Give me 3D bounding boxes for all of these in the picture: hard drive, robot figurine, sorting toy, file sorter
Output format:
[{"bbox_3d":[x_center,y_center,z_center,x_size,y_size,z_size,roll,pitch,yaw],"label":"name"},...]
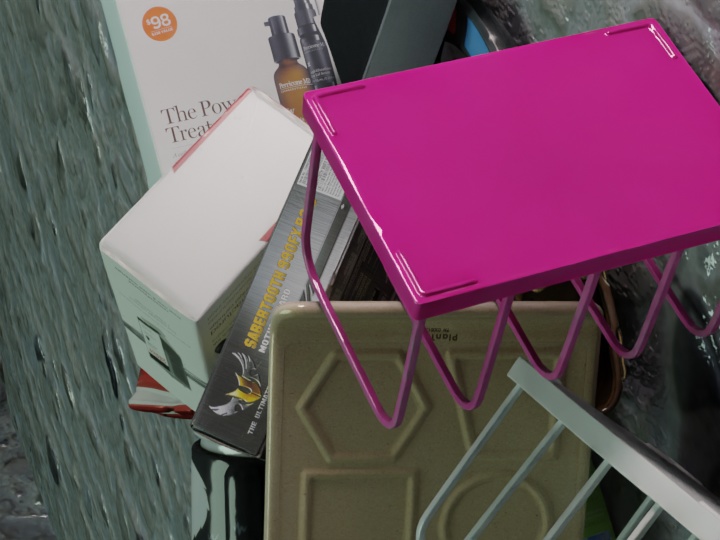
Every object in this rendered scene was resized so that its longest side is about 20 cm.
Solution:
[{"bbox_3d":[0.023,-0.196,1.074,0.135,0.042,0.201,-108,28,-42],"label":"hard drive"},{"bbox_3d":[-0.072,0.175,1.318,0.150,0.124,0.201,12,103,60],"label":"robot figurine"},{"bbox_3d":[0.038,0.105,0.963,0.037,0.184,0.201,-108,20,-67],"label":"sorting toy"},{"bbox_3d":[0.136,0.160,0.866,0.139,0.125,0.200,35,-176,-31],"label":"file sorter"},{"bbox_3d":[0.082,-0.019,0.866,0.126,0.199,0.139,100,150,-50],"label":"file sorter"}]

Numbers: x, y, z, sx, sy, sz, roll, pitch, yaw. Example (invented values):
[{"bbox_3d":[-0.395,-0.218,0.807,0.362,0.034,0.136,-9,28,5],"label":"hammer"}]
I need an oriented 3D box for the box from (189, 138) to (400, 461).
[{"bbox_3d":[-0.019,0.022,1.035,0.201,0.048,0.158,-67,-18,-5],"label":"box"}]

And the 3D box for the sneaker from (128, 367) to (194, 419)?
[{"bbox_3d":[-0.124,0.069,1.464,0.199,0.078,0.116,-2,78,42],"label":"sneaker"}]

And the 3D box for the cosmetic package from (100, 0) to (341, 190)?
[{"bbox_3d":[-0.069,-0.150,1.198,0.052,0.199,0.152,151,103,-69],"label":"cosmetic package"}]

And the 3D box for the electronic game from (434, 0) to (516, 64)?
[{"bbox_3d":[0.066,-0.088,1.106,0.200,0.041,0.201,166,90,-71],"label":"electronic game"}]

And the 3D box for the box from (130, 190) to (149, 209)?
[{"bbox_3d":[-0.107,0.003,1.450,0.200,0.047,0.193,47,-178,-6],"label":"box"}]

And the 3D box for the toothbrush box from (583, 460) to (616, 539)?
[{"bbox_3d":[0.084,0.191,1.082,0.145,0.086,0.201,-22,81,32],"label":"toothbrush box"}]

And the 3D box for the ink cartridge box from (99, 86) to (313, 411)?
[{"bbox_3d":[-0.082,-0.002,1.116,0.083,0.147,0.200,37,162,15],"label":"ink cartridge box"}]

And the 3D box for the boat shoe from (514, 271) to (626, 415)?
[{"bbox_3d":[0.111,-0.008,0.987,0.075,0.074,0.203,-138,25,-76],"label":"boat shoe"}]
